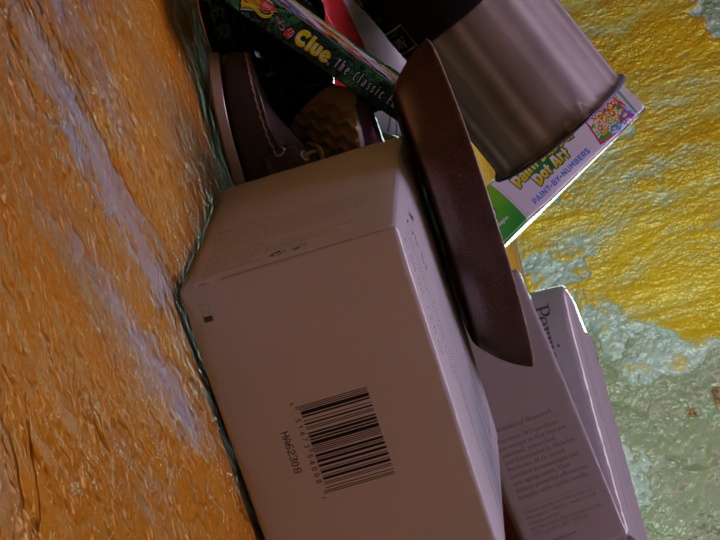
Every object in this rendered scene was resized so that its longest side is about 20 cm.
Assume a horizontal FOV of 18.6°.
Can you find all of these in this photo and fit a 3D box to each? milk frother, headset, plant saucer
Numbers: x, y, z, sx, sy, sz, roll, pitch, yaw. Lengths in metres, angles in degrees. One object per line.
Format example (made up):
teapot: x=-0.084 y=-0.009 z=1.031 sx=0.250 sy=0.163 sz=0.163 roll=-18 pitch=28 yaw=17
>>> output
milk frother: x=0.113 y=-0.201 z=1.536 sx=0.188 sy=0.200 sz=0.181 roll=50 pitch=8 yaw=-9
headset: x=-0.038 y=-0.143 z=1.472 sx=0.200 sy=0.094 sz=0.124 roll=40 pitch=34 yaw=-58
plant saucer: x=0.056 y=-0.035 z=1.283 sx=0.200 sy=0.032 sz=0.201 roll=161 pitch=-90 yaw=-89

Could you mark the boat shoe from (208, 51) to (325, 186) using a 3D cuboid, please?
boat shoe: x=-0.043 y=-0.044 z=1.356 sx=0.072 sy=0.059 sz=0.201 roll=-71 pitch=145 yaw=-78

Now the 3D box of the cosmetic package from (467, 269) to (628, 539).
cosmetic package: x=0.111 y=0.113 z=1.507 sx=0.102 sy=0.071 sz=0.201 roll=85 pitch=-15 yaw=-68

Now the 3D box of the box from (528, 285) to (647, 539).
box: x=0.111 y=0.147 z=1.664 sx=0.200 sy=0.171 sz=0.200 roll=54 pitch=21 yaw=-69

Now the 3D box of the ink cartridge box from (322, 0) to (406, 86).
ink cartridge box: x=-0.002 y=-0.208 z=1.610 sx=0.200 sy=0.050 sz=0.161 roll=-75 pitch=146 yaw=-51

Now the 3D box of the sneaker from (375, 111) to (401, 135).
sneaker: x=0.017 y=-0.076 z=1.719 sx=0.075 sy=0.087 sz=0.201 roll=-108 pitch=-171 yaw=-62

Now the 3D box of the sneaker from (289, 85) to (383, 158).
sneaker: x=0.003 y=-0.036 z=1.432 sx=0.090 sy=0.075 sz=0.201 roll=-31 pitch=131 yaw=-40

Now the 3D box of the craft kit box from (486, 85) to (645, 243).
craft kit box: x=0.103 y=-0.039 z=1.660 sx=0.049 sy=0.198 sz=0.200 roll=43 pitch=-34 yaw=1

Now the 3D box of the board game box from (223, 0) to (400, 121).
board game box: x=-0.024 y=-0.142 z=1.374 sx=0.200 sy=0.023 sz=0.105 roll=32 pitch=7 yaw=-37

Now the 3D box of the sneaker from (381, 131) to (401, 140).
sneaker: x=0.000 y=0.000 z=1.527 sx=0.076 sy=0.075 sz=0.201 roll=18 pitch=71 yaw=-42

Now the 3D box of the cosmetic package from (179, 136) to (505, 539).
cosmetic package: x=-0.003 y=0.055 z=1.215 sx=0.200 sy=0.122 sz=0.200 roll=-87 pitch=160 yaw=-73
